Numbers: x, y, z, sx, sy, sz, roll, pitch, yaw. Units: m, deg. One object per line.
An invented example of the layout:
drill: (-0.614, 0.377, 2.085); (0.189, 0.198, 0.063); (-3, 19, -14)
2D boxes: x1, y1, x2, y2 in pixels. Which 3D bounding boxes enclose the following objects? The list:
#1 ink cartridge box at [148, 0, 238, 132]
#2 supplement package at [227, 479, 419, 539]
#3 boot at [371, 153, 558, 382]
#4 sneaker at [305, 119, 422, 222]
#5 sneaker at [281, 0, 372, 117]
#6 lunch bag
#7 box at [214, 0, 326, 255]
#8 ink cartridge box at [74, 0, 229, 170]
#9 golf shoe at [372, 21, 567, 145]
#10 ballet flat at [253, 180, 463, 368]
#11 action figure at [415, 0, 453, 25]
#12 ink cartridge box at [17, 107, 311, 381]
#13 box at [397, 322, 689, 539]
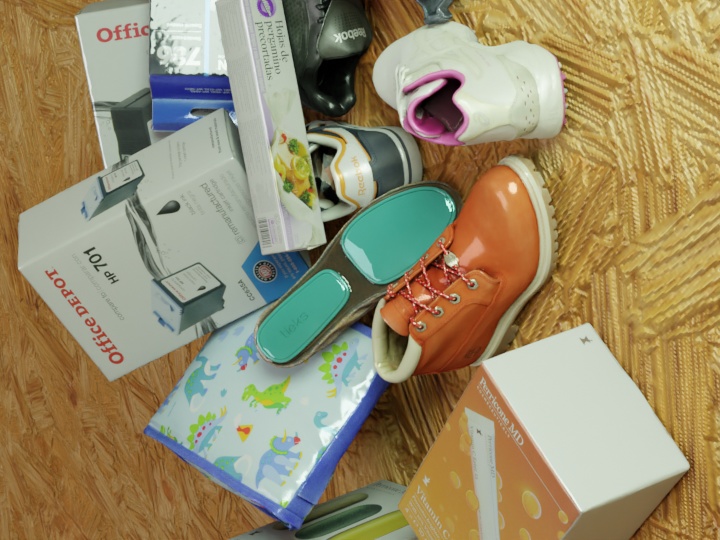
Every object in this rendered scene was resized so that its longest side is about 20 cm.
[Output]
ink cartridge box: (-0.122, -0.212, 1.250); (0.039, 0.099, 0.200); (-159, 69, -87)
supplement package: (-0.012, 0.284, 1.268); (0.152, 0.200, 0.151); (6, 109, 58)
boot: (0.069, 0.006, 1.084); (0.075, 0.107, 0.200); (54, 144, 33)
sneaker: (-0.034, -0.081, 1.243); (0.200, 0.079, 0.079); (-3, 103, 62)
sneaker: (-0.027, -0.204, 1.183); (0.090, 0.066, 0.200); (38, 140, 41)
lunch bag: (-0.059, 0.114, 1.272); (0.127, 0.170, 0.200); (38, 168, -28)
box: (-0.068, -0.112, 1.171); (0.041, 0.039, 0.200); (-9, 93, 54)
ink cartridge box: (-0.155, -0.138, 1.330); (0.084, 0.145, 0.200); (-108, 8, -75)
golf shoe: (0.053, -0.127, 1.058); (0.200, 0.091, 0.075); (18, 122, 57)
ballet flat: (0.000, 0.000, 1.189); (0.068, 0.200, 0.067); (55, -168, 9)
action figure: (0.016, -0.273, 1.037); (0.193, 0.105, 0.200); (-36, 74, 50)
ink cartridge box: (-0.161, -0.019, 1.271); (0.146, 0.200, 0.086); (57, -171, -36)
box: (0.122, 0.152, 1.078); (0.124, 0.097, 0.200); (57, 147, 26)
